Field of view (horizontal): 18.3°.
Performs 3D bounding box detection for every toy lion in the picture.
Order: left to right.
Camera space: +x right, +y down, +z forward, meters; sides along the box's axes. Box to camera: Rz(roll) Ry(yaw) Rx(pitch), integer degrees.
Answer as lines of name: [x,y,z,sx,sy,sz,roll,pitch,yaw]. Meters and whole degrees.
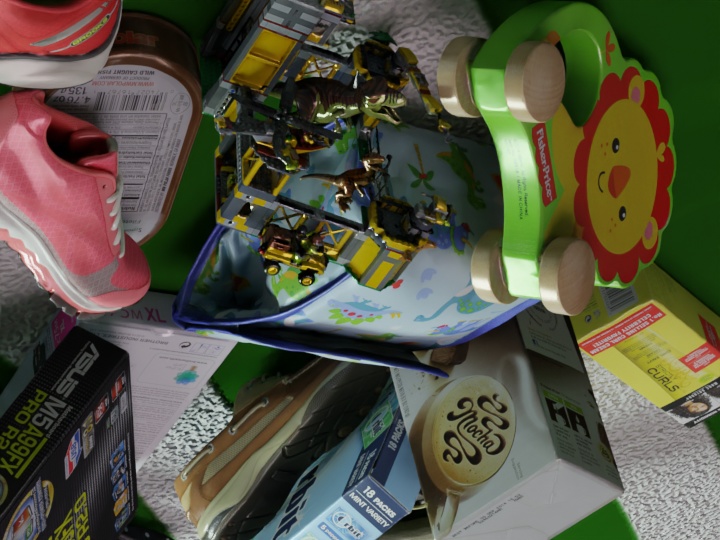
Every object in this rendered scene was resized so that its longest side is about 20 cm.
toy lion: [0.136,-0.075,1.379,0.068,0.192,0.201,7,121,36]

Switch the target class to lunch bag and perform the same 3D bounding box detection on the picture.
lunch bag: [0.000,0.000,1.443,0.169,0.128,0.200,12,147,-42]

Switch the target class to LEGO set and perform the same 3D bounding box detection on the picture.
LEGO set: [-0.011,-0.098,1.250,0.153,0.201,0.116,23,131,-17]

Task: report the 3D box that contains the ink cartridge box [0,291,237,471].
ink cartridge box: [-0.182,0.087,1.553,0.119,0.042,0.200,9,135,-31]

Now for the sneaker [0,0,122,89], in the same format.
sneaker: [-0.221,-0.144,1.190,0.199,0.077,0.085,-11,142,-28]

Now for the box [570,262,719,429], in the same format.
box: [0.227,0.053,1.676,0.075,0.050,0.200,-30,144,19]

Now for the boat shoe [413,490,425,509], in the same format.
boat shoe: [0.043,0.146,1.718,0.071,0.061,0.201,10,138,-35]

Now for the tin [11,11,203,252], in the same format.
tin: [-0.159,-0.074,1.339,0.111,0.042,0.200,2,142,-19]

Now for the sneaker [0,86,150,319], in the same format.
sneaker: [-0.164,-0.038,1.290,0.086,0.074,0.200,-28,144,14]

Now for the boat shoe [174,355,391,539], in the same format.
boat shoe: [-0.061,0.107,1.600,0.200,0.074,0.076,-47,153,5]

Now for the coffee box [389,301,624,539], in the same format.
coffee box: [0.092,0.084,1.525,0.113,0.201,0.080,-35,139,27]

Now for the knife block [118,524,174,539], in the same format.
knife block: [-0.224,0.212,1.693,0.174,0.064,0.200,-13,146,-8]

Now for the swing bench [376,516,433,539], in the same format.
swing bench: [0.042,0.275,1.784,0.198,0.201,0.130,-9,140,-12]

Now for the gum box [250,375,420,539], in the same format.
gum box: [-0.021,0.165,1.629,0.045,0.170,0.200,41,122,-9]

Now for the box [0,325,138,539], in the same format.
box: [-0.209,0.156,1.479,0.044,0.160,0.201,25,145,15]
